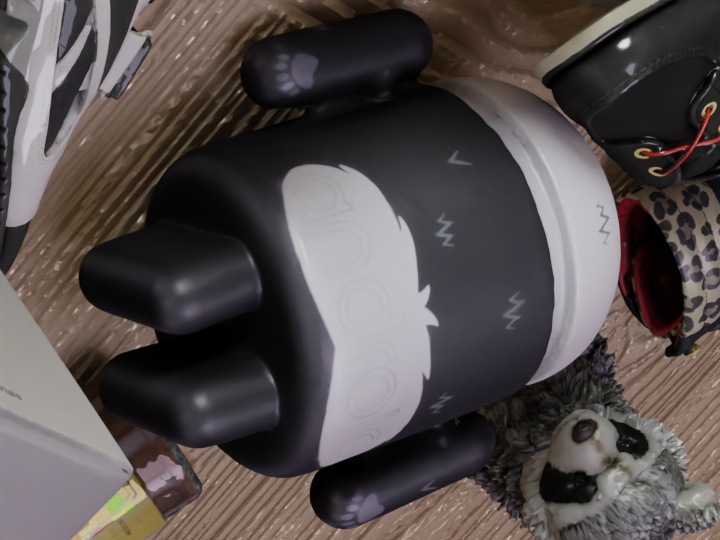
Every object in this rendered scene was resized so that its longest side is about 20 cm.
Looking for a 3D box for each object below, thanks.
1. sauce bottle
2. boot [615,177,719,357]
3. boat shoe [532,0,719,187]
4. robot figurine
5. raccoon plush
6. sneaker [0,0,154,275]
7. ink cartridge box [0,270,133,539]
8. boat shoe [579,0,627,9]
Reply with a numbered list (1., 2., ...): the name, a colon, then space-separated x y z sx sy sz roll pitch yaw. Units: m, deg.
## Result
1. sauce bottle: -0.154 0.117 0.950 0.200 0.065 0.065 -37 148 -9
2. boot: 0.187 -0.002 1.153 0.153 0.073 0.204 -31 139 -20
3. boat shoe: 0.120 -0.069 0.956 0.073 0.063 0.201 -30 170 16
4. robot figurine: -0.001 0.001 0.921 0.199 0.125 0.151 -19 147 -31
5. raccoon plush: 0.116 0.099 1.144 0.097 0.134 0.200 -46 147 7
6. sneaker: -0.091 -0.080 0.772 0.088 0.074 0.201 -17 137 -39
7. ink cartridge box: -0.192 0.017 0.667 0.147 0.200 0.145 -46 145 9
8. boat shoe: 0.098 -0.174 0.871 0.068 0.072 0.200 9 141 -16
